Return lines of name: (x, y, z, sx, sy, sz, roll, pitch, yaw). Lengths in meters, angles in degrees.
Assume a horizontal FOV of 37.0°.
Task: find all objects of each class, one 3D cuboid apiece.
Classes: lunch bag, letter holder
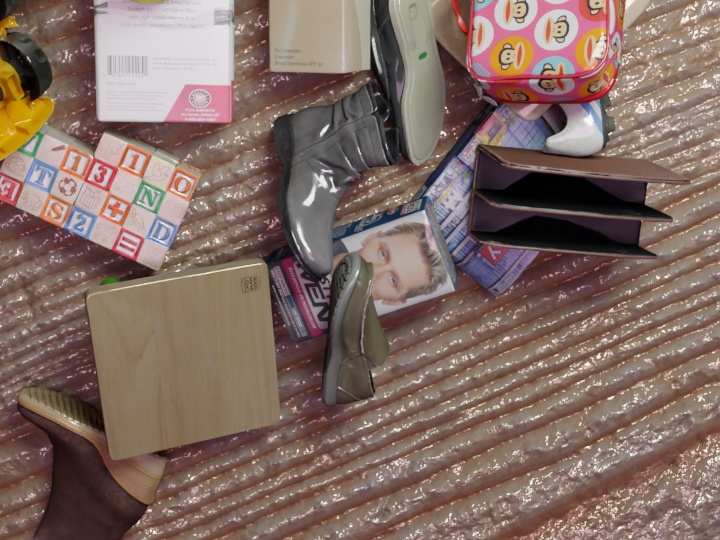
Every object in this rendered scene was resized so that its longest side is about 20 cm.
lunch bag: (0.176, -0.270, 1.084, 0.174, 0.082, 0.203, 3, 77, 24)
letter holder: (0.227, -0.067, 1.130, 0.197, 0.142, 0.102, 4, 102, -7)

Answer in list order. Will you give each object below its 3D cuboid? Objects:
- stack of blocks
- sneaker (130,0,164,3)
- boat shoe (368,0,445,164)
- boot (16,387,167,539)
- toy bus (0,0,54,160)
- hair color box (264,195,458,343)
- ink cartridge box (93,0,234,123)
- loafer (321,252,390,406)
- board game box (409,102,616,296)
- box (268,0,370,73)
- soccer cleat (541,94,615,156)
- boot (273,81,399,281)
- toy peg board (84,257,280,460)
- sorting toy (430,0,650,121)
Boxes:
stack of blocks: (-0.287, -0.097, 1.182, 0.198, 0.059, 0.116, 24, 100, -10)
sneaker: (-0.147, -0.317, 1.036, 0.199, 0.105, 0.076, -31, 103, 2)
boat shoe: (0.048, -0.218, 1.189, 0.071, 0.067, 0.202, -28, 119, -38)
boot: (-0.340, 0.246, 1.249, 0.199, 0.072, 0.167, 32, 96, -15)
toy bus: (-0.430, -0.223, 1.077, 0.190, 0.136, 0.202, 17, 138, 31)
hair color box: (0.000, 0.000, 1.207, 0.198, 0.061, 0.101, -19, 105, 14)
ink cartridge box: (-0.206, -0.262, 1.138, 0.144, 0.085, 0.203, 1, 104, -5)
loafer: (-0.002, 0.066, 1.165, 0.069, 0.076, 0.202, 4, 131, -5)
board game box: (0.182, -0.074, 1.229, 0.199, 0.062, 0.201, 37, 97, -11)
box: (-0.043, -0.312, 1.131, 0.094, 0.078, 0.203, 4, 104, 21)
soccer cleat: (0.215, -0.218, 1.159, 0.085, 0.070, 0.203, -7, 71, -2)
boot: (-0.020, -0.099, 1.144, 0.130, 0.070, 0.203, -16, 72, 19)
toy peg board: (-0.205, 0.084, 1.217, 0.197, 0.098, 0.203, -11, 114, -19)
sorting toy: (0.180, -0.281, 1.152, 0.185, 0.036, 0.200, -45, 64, 6)
